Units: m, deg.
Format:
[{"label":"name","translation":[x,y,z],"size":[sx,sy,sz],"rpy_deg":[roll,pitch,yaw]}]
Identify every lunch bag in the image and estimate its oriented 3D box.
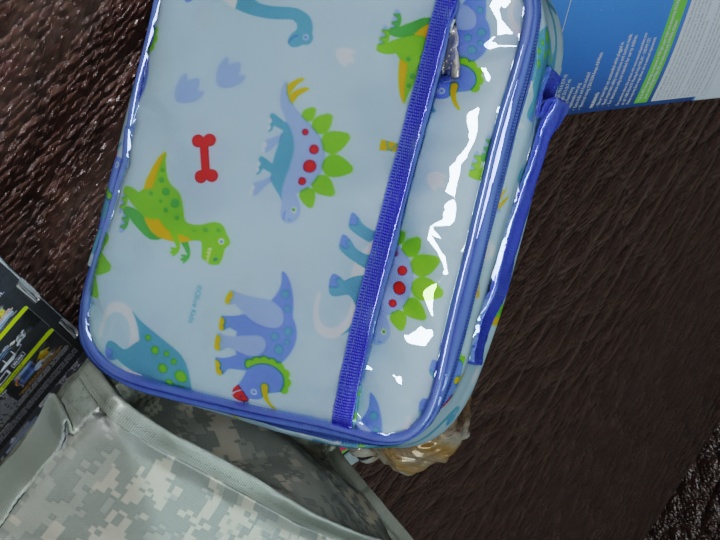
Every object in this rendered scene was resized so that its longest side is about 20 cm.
[{"label":"lunch bag","translation":[-0.012,-0.037,0.846],"size":[0.082,0.160,0.201],"rpy_deg":[15,92,-75]},{"label":"lunch bag","translation":[-0.100,0.128,0.942],"size":[0.164,0.118,0.200],"rpy_deg":[-51,137,8]}]

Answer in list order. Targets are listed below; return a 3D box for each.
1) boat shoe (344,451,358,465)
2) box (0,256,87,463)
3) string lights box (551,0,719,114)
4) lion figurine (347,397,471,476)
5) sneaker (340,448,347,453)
[{"label":"boat shoe","translation":[-0.044,0.092,1.269],"size":[0.200,0.064,0.071],"rpy_deg":[-29,151,-26]},{"label":"box","translation":[-0.198,0.076,0.856],"size":[0.200,0.044,0.160],"rpy_deg":[-51,164,-6]},{"label":"string lights box","translation":[0.087,-0.121,1.002],"size":[0.199,0.059,0.103],"rpy_deg":[-7,148,-13]},{"label":"lion figurine","translation":[0.000,0.000,1.031],"size":[0.122,0.072,0.201],"rpy_deg":[-9,90,-61]},{"label":"sneaker","translation":[-0.052,0.076,1.130],"size":[0.200,0.083,0.077],"rpy_deg":[-35,127,-54]}]
